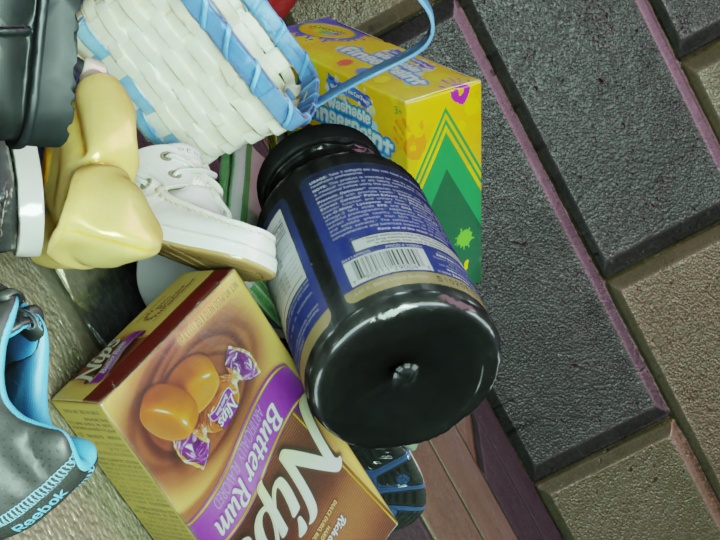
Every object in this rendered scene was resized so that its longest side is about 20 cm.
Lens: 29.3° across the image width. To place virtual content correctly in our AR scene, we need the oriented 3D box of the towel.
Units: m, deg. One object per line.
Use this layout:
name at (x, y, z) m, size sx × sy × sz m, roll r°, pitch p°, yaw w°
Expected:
towel at (-0.029, 0.015, 0.942) m, size 0.200 × 0.023 × 0.153 m, roll 46°, pitch 23°, yaw -29°

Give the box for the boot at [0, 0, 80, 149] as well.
boot at (-0.190, -0.132, 0.522) m, size 0.073 × 0.162 × 0.199 m, roll 20°, pitch -71°, yaw 57°

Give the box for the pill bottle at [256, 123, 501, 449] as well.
pill bottle at (0.000, 0.000, 0.819) m, size 0.112 × 0.112 × 0.200 m, roll 56°, pitch 7°, yaw -41°

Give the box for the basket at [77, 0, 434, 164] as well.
basket at (-0.076, -0.171, 0.880) m, size 0.176 × 0.200 × 0.139 m, roll 55°, pitch 19°, yaw -22°

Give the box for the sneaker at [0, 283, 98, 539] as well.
sneaker at (-0.171, 0.020, 0.578) m, size 0.200 × 0.082 × 0.073 m, roll 64°, pitch 9°, yaw 19°

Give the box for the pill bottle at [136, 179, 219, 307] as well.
pill bottle at (-0.103, -0.010, 1.024) m, size 0.112 × 0.111 × 0.200 m, roll 62°, pitch 8°, yaw -4°

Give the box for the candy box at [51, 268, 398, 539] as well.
candy box at (-0.071, 0.112, 0.792) m, size 0.117 × 0.056 × 0.200 m, roll -48°, pitch 119°, yaw -34°

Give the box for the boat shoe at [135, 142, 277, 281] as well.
boat shoe at (-0.118, -0.046, 0.831) m, size 0.200 × 0.069 × 0.071 m, roll 19°, pitch -9°, yaw 40°

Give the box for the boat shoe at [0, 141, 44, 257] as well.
boat shoe at (-0.214, -0.084, 0.734) m, size 0.074 × 0.060 × 0.200 m, roll 114°, pitch -36°, yaw -46°

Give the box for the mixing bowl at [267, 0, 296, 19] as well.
mixing bowl at (-0.092, -0.273, 1.024) m, size 0.200 × 0.108 × 0.200 m, roll 55°, pitch 9°, yaw -13°

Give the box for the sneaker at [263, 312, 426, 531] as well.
sneaker at (-0.014, 0.105, 0.972) m, size 0.200 × 0.076 × 0.077 m, roll 58°, pitch 14°, yaw -28°

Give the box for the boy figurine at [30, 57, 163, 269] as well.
boy figurine at (-0.164, -0.052, 0.777) m, size 0.064 × 0.125 × 0.200 m, roll 12°, pitch 25°, yaw -31°

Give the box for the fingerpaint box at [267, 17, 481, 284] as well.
fingerpaint box at (0.005, -0.089, 1.072) m, size 0.200 × 0.073 × 0.167 m, roll 33°, pitch -46°, yaw 47°
